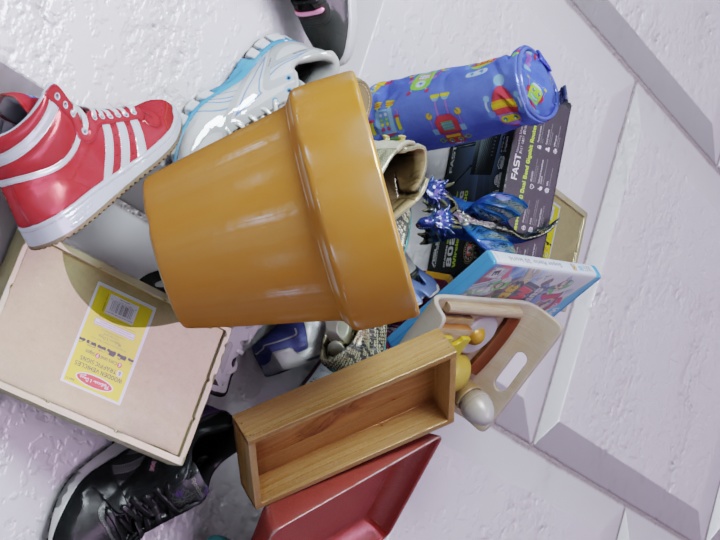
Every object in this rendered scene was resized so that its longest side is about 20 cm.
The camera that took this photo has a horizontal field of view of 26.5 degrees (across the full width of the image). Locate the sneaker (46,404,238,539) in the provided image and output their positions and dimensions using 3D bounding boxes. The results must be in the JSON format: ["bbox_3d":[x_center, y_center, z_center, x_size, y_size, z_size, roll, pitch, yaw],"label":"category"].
[{"bbox_3d":[-0.178,0.182,1.281,0.200,0.087,0.076,-51,133,-34],"label":"sneaker"}]

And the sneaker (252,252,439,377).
[{"bbox_3d":[-0.030,0.015,1.461,0.199,0.081,0.115,-29,91,-27],"label":"sneaker"}]

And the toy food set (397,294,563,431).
[{"bbox_3d":[0.094,0.098,1.443,0.200,0.060,0.144,5,126,-51],"label":"toy food set"}]

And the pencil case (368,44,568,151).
[{"bbox_3d":[0.098,-0.166,1.491,0.078,0.200,0.087,53,44,-32],"label":"pencil case"}]

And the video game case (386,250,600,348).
[{"bbox_3d":[0.133,0.036,1.496,0.200,0.143,0.018,6,48,-52],"label":"video game case"}]

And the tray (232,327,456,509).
[{"bbox_3d":[-0.012,0.128,1.329,0.200,0.037,0.099,-21,140,-18],"label":"tray"}]

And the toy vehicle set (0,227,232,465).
[{"bbox_3d":[-0.207,0.063,1.221,0.200,0.026,0.125,29,73,-31],"label":"toy vehicle set"}]

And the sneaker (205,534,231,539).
[{"bbox_3d":[-0.171,0.303,1.330,0.200,0.077,0.080,-50,120,-37],"label":"sneaker"}]

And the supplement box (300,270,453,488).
[{"bbox_3d":[0.029,0.104,1.538,0.200,0.086,0.110,-54,135,-31],"label":"supplement box"}]

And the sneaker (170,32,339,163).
[{"bbox_3d":[-0.089,-0.139,1.344,0.200,0.087,0.075,-55,136,-29],"label":"sneaker"}]

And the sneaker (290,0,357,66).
[{"bbox_3d":[-0.067,-0.270,1.366,0.099,0.071,0.200,-31,114,-44],"label":"sneaker"}]

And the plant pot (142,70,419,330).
[{"bbox_3d":[-0.067,-0.036,1.205,0.200,0.183,0.201,-15,90,-89],"label":"plant pot"}]

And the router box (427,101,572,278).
[{"bbox_3d":[0.142,-0.083,1.594,0.062,0.150,0.201,13,85,-21],"label":"router box"}]

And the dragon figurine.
[{"bbox_3d":[0.121,-0.043,1.452,0.200,0.099,0.059,13,86,-25],"label":"dragon figurine"}]

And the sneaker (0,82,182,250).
[{"bbox_3d":[-0.218,-0.114,1.192,0.113,0.071,0.200,64,37,-22],"label":"sneaker"}]

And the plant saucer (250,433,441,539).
[{"bbox_3d":[-0.033,0.234,1.426,0.199,0.037,0.200,-26,155,-32],"label":"plant saucer"}]

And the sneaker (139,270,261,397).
[{"bbox_3d":[-0.113,0.043,1.364,0.200,0.076,0.116,-18,118,-39],"label":"sneaker"}]

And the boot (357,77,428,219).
[{"bbox_3d":[0.000,-0.110,1.403,0.200,0.154,0.072,-56,133,-36],"label":"boot"}]

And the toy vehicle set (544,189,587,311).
[{"bbox_3d":[0.200,-0.037,1.759,0.200,0.026,0.125,28,73,-56],"label":"toy vehicle set"}]

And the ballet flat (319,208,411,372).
[{"bbox_3d":[0.000,0.000,1.391,0.075,0.068,0.201,25,70,-46],"label":"ballet flat"}]
